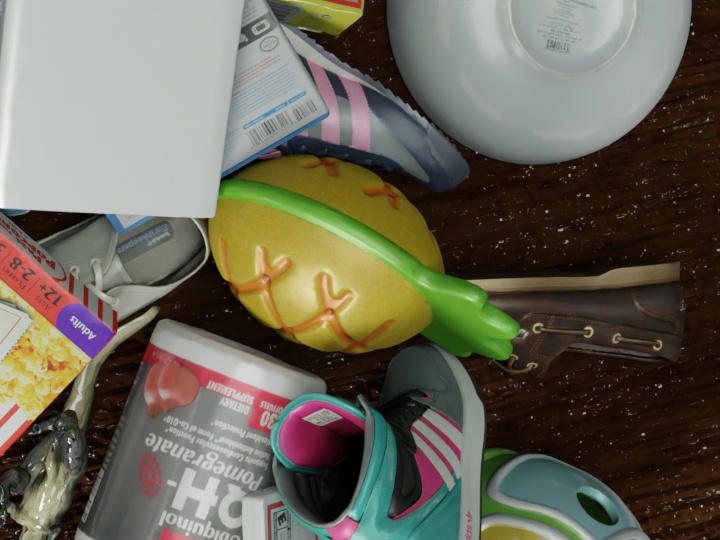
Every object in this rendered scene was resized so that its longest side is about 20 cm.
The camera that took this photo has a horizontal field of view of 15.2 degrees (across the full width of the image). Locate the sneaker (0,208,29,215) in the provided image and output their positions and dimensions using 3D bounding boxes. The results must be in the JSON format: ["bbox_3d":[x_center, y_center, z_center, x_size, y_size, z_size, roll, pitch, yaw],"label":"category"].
[{"bbox_3d":[-0.159,-0.119,1.579,0.200,0.077,0.081,-41,113,-2],"label":"sneaker"}]

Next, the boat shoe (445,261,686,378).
[{"bbox_3d":[0.112,0.032,1.678,0.199,0.070,0.071,-2,93,-17],"label":"boat shoe"}]

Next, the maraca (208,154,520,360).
[{"bbox_3d":[0.000,0.000,1.578,0.199,0.137,0.107,25,76,6],"label":"maraca"}]

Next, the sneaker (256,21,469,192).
[{"bbox_3d":[-0.031,-0.088,1.621,0.200,0.070,0.082,32,80,-10],"label":"sneaker"}]

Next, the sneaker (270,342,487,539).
[{"bbox_3d":[0.005,0.097,1.570,0.084,0.200,0.121,-37,122,27],"label":"sneaker"}]

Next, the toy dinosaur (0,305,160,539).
[{"bbox_3d":[-0.179,0.110,1.581,0.047,0.088,0.201,26,100,15],"label":"toy dinosaur"}]

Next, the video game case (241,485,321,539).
[{"bbox_3d":[-0.003,0.187,1.627,0.200,0.017,0.144,-11,102,-53],"label":"video game case"}]

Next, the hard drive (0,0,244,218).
[{"bbox_3d":[-0.133,-0.127,1.495,0.131,0.027,0.201,3,115,-14],"label":"hard drive"}]

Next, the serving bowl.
[{"bbox_3d":[0.119,-0.163,1.661,0.199,0.066,0.201,-2,98,-17],"label":"serving bowl"}]

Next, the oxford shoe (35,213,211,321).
[{"bbox_3d":[-0.171,0.013,1.595,0.200,0.058,0.075,-33,106,-10],"label":"oxford shoe"}]

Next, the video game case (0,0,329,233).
[{"bbox_3d":[-0.124,-0.132,1.520,0.143,0.018,0.200,-29,119,4],"label":"video game case"}]

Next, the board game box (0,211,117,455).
[{"bbox_3d":[-0.261,0.052,1.548,0.151,0.046,0.200,41,98,-14],"label":"board game box"}]

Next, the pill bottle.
[{"bbox_3d":[-0.104,0.139,1.601,0.110,0.111,0.201,21,90,-19],"label":"pill bottle"}]

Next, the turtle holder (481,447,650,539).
[{"bbox_3d":[0.093,0.176,1.625,0.185,0.131,0.141,31,72,-54],"label":"turtle holder"}]

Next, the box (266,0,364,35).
[{"bbox_3d":[-0.029,-0.244,1.585,0.075,0.050,0.201,11,76,-18],"label":"box"}]
